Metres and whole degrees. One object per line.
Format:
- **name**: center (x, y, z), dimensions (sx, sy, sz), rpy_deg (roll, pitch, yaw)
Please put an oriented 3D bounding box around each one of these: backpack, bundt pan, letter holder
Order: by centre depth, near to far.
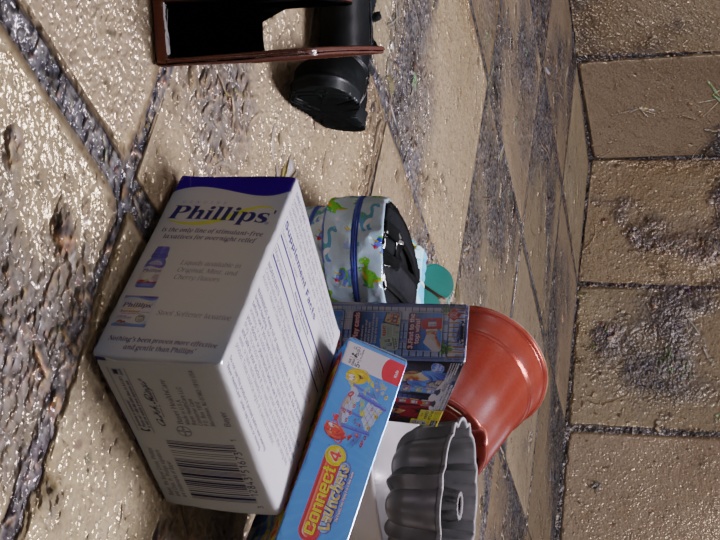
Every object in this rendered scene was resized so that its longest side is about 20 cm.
- **letter holder**: center (-0.066, -0.225, 0.950), dimensions (0.200, 0.141, 0.101), rpy_deg (-32, 121, -69)
- **backpack**: center (0.000, 0.000, 1.211), dimensions (0.200, 0.153, 0.164), rpy_deg (109, -10, -74)
- **bundt pan**: center (0.079, 0.267, 1.309), dimensions (0.202, 0.075, 0.203), rpy_deg (2, 90, -73)

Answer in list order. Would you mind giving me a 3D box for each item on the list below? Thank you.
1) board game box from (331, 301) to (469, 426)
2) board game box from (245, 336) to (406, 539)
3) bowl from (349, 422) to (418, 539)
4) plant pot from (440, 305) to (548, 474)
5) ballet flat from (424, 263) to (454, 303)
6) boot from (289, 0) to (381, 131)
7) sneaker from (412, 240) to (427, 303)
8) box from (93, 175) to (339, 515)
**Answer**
- **board game box**: center (-0.006, 0.088, 1.137), dimensions (0.200, 0.199, 0.062), rpy_deg (101, -4, -64)
- **board game box**: center (-0.041, 0.185, 1.000), dimensions (0.196, 0.056, 0.201), rpy_deg (124, -12, -61)
- **bowl**: center (0.015, 0.231, 1.350), dimensions (0.200, 0.074, 0.201), rpy_deg (-58, 145, -58)
- **plant pot**: center (0.134, 0.182, 1.568), dimensions (0.195, 0.200, 0.202), rpy_deg (-46, 135, -54)
- **ballet flat**: center (0.088, 0.051, 1.596), dimensions (0.064, 0.075, 0.200), rpy_deg (-56, -176, 23)
- **boot**: center (-0.023, -0.244, 1.205), dimensions (0.198, 0.073, 0.164), rpy_deg (25, 69, -79)
- **sneaker**: center (0.037, 0.023, 1.408), dimensions (0.200, 0.079, 0.131), rpy_deg (-21, 113, -82)
- **box**: center (-0.104, 0.056, 0.907), dimensions (0.201, 0.104, 0.185), rpy_deg (-71, 157, -43)
